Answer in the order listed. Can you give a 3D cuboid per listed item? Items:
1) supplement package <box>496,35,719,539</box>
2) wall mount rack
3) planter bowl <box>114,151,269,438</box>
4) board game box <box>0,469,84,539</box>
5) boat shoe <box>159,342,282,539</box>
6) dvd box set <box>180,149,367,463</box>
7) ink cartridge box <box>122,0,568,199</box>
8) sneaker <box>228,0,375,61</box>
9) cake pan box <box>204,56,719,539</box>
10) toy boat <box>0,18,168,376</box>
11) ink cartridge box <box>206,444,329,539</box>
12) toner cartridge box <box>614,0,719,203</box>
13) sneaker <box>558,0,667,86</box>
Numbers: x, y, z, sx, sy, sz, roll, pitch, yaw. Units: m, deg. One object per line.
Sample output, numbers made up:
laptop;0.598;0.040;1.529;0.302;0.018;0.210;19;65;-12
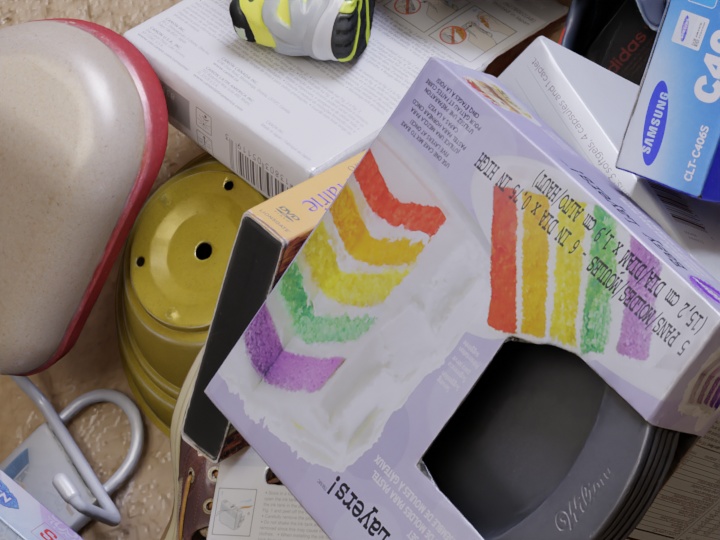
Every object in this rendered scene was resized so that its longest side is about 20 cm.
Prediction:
supplement package;0.093;0.045;1.034;0.200;0.147;0.192;-45;55;20
wall mount rack;-0.229;0.116;1.330;0.200;0.075;0.174;-43;58;7
planter bowl;-0.070;0.000;1.285;0.199;0.083;0.202;-9;68;24
board game box;-0.231;0.200;1.247;0.200;0.041;0.200;39;112;9
boat shoe;-0.064;0.124;1.216;0.072;0.072;0.201;31;106;57
dvd box set;0.000;0.000;1.156;0.029;0.200;0.147;37;130;22
ink cartridge box;-0.008;-0.122;1.292;0.200;0.050;0.161;-32;53;-30
sneaker;-0.026;-0.211;1.266;0.076;0.076;0.201;3;64;10
cake pan box;0.048;0.042;0.943;0.200;0.052;0.185;47;110;36
toy boat;-0.171;-0.046;1.289;0.130;0.131;0.201;37;117;17
ink cartridge box;-0.028;0.188;1.121;0.108;0.050;0.201;0;72;28
toner cartridge box;0.185;-0.075;0.995;0.043;0.200;0.096;22;99;31
sneaker;0.151;-0.150;1.086;0.075;0.084;0.201;33;104;30
